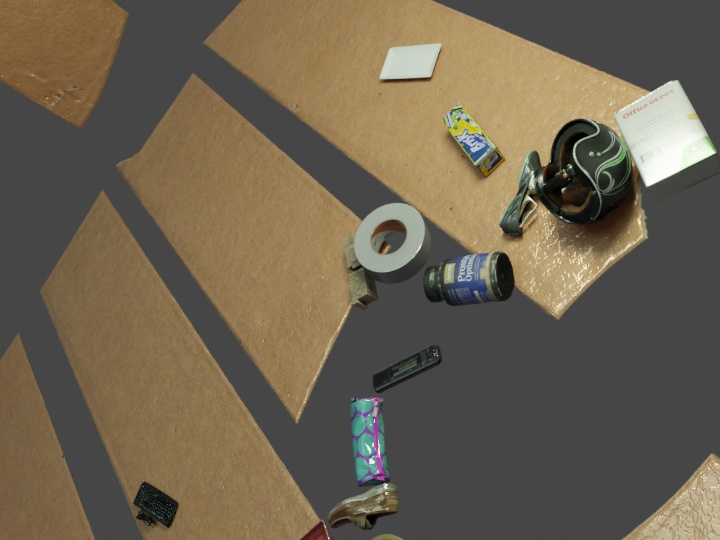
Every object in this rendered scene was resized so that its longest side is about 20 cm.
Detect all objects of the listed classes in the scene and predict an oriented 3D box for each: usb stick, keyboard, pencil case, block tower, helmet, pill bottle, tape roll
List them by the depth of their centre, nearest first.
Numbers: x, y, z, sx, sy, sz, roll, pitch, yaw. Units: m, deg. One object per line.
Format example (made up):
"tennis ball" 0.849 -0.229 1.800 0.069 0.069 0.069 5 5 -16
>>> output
"helmet" 0.480 -0.213 1.451 0.197 0.204 0.190 13 45 41
"pill bottle" 0.248 0.023 1.589 0.196 0.111 0.115 -8 65 36
"pencil case" 0.023 0.404 1.618 0.092 0.083 0.205 -46 43 51
"usb stick" 0.110 0.240 1.658 0.197 0.032 0.057 -31 47 26
"tape roll" 0.083 -0.071 1.767 0.195 0.066 0.205 -12 57 18
"block tower" 0.000 0.000 1.842 0.057 0.054 0.205 -25 57 28
"keyboard" -0.627 0.711 2.044 0.196 0.039 0.107 8 75 42

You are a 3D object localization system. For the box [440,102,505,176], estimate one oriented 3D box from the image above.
"box" 0.287 -0.338 1.753 0.070 0.064 0.202 -40 50 16

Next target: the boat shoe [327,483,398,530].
"boat shoe" 0.006 0.559 1.572 0.198 0.075 0.073 -34 54 25

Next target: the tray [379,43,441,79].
"tray" 0.149 -0.612 2.020 0.196 0.022 0.110 11 79 42

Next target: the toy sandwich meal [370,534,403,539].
"toy sandwich meal" 0.050 0.678 1.481 0.201 0.070 0.211 -17 60 33

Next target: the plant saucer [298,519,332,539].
"plant saucer" -0.106 0.728 1.597 0.200 0.036 0.203 -46 49 24

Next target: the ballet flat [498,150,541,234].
"ballet flat" 0.393 -0.176 1.599 0.067 0.067 0.205 25 97 33

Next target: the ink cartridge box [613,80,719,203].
"ink cartridge box" 0.636 -0.268 1.421 0.143 0.087 0.205 -27 57 26
